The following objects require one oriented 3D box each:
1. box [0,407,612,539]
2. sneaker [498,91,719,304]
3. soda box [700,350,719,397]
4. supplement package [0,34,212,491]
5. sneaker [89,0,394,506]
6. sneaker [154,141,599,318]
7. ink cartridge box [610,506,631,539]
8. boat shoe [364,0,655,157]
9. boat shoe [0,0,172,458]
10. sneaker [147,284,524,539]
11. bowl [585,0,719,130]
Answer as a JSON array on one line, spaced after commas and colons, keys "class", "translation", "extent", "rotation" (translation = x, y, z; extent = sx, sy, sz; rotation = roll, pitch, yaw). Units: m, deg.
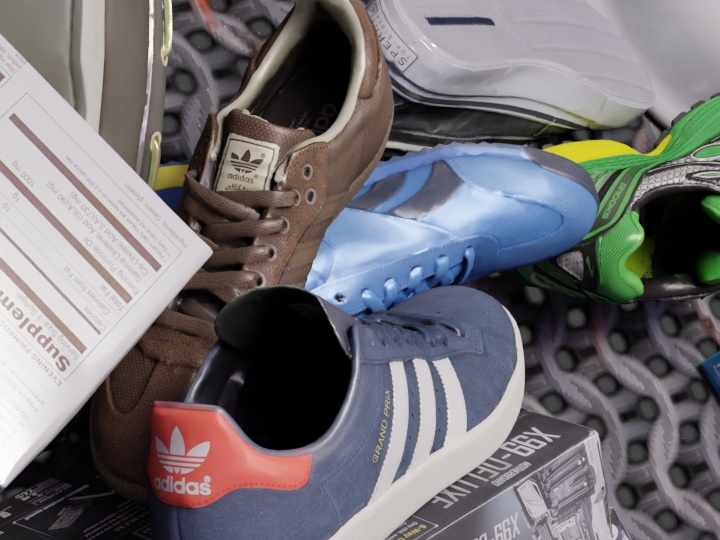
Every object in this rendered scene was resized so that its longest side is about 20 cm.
[{"class": "box", "translation": [-0.036, 0.097, 0.903], "extent": [0.200, 0.157, 0.050], "rotation": [-28, 119, -38]}, {"class": "sneaker", "translation": [0.153, -0.021, 1.112], "extent": [0.199, 0.085, 0.078], "rotation": [-18, 120, -32]}, {"class": "soda box", "translation": [0.247, 0.019, 1.174], "extent": [0.200, 0.068, 0.064], "rotation": [-27, 85, -38]}, {"class": "supplement package", "translation": [-0.172, 0.009, 0.830], "extent": [0.156, 0.200, 0.111], "rotation": [46, 54, -7]}, {"class": "sneaker", "translation": [-0.046, -0.016, 0.915], "extent": [0.070, 0.076, 0.201], "rotation": [13, 57, 15]}, {"class": "sneaker", "translation": [0.000, 0.000, 1.002], "extent": [0.199, 0.066, 0.079], "rotation": [-4, 53, -15]}, {"class": "ink cartridge box", "translation": [0.106, 0.201, 1.020], "extent": [0.099, 0.039, 0.201], "rotation": [-25, 84, -38]}, {"class": "boat shoe", "translation": [0.048, -0.081, 1.097], "extent": [0.200, 0.071, 0.072], "rotation": [3, 52, -53]}, {"class": "boat shoe", "translation": [-0.105, -0.030, 0.941], "extent": [0.060, 0.072, 0.203], "rotation": [-5, 104, -54]}, {"class": "sneaker", "translation": [-0.005, 0.034, 0.862], "extent": [0.200, 0.075, 0.085], "rotation": [-44, 129, -54]}, {"class": "bowl", "translation": [0.198, -0.151, 1.209], "extent": [0.200, 0.090, 0.202], "rotation": [14, 61, -26]}]
